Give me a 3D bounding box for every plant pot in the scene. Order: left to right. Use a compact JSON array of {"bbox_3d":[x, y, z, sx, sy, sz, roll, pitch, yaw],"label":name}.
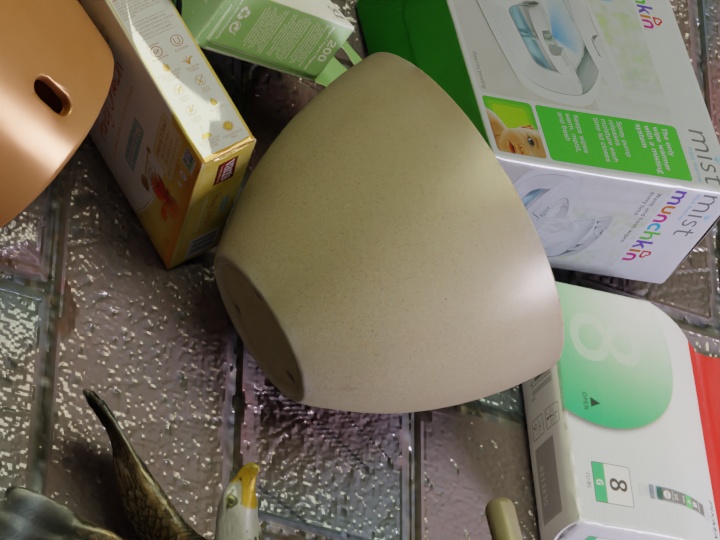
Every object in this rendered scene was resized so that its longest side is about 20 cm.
[{"bbox_3d":[-0.225,-0.107,1.554,0.140,0.200,0.200,41,44,-26],"label":"plant pot"},{"bbox_3d":[0.000,0.000,1.629,0.134,0.200,0.200,-30,77,-17],"label":"plant pot"}]

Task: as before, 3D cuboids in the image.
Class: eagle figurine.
[{"bbox_3d":[-0.086,0.156,1.498,0.200,0.152,0.151,17,79,16],"label":"eagle figurine"}]

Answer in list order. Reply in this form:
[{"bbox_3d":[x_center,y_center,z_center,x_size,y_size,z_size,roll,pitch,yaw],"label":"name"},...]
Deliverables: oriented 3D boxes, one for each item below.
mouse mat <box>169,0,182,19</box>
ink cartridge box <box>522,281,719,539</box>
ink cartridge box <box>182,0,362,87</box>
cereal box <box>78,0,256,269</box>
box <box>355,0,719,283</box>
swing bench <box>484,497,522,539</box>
[{"bbox_3d":[-0.148,-0.192,1.666,0.008,0.161,0.200,-26,69,-17],"label":"mouse mat"},{"bbox_3d":[0.192,0.101,1.762,0.200,0.050,0.161,10,55,-24],"label":"ink cartridge box"},{"bbox_3d":[-0.052,-0.163,1.711,0.200,0.048,0.146,15,30,-48],"label":"ink cartridge box"},{"bbox_3d":[-0.131,-0.116,1.637,0.039,0.144,0.200,-26,74,-20],"label":"cereal box"},{"bbox_3d":[0.110,-0.103,1.806,0.176,0.097,0.200,8,49,-27],"label":"box"},{"bbox_3d":[0.070,0.256,1.473,0.130,0.199,0.200,21,51,-19],"label":"swing bench"}]
